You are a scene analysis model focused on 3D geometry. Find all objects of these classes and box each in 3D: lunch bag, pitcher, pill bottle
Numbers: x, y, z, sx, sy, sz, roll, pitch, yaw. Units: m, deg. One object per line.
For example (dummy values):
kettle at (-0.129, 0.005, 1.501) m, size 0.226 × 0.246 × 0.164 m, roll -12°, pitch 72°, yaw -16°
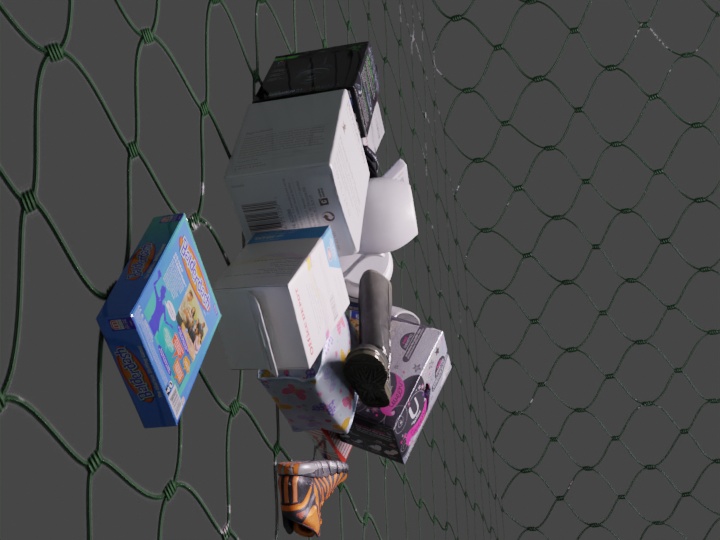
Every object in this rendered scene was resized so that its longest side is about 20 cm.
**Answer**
lunch bag at (-0.070, 0.126, 1.594) m, size 0.170 × 0.125 × 0.202 m, roll 63°, pitch 34°, yaw -50°
pitcher at (-0.004, -0.061, 1.692) m, size 0.122 × 0.197 × 0.174 m, roll -92°, pitch 170°, yaw -58°
pill bottle at (0.000, 0.000, 1.846) m, size 0.200 × 0.114 × 0.118 m, roll 104°, pitch -17°, yaw -77°

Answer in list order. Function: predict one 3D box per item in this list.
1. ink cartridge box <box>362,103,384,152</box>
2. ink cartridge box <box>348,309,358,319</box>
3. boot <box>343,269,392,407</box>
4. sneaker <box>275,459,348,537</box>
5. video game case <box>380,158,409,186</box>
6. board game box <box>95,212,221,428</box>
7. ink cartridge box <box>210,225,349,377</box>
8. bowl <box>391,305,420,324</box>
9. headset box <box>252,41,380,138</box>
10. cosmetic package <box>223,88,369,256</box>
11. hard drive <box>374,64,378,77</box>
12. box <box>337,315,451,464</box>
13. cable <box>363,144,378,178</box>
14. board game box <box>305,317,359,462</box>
ink cartridge box at (-0.017, -0.304, 2.081) m, size 0.201 × 0.082 × 0.147 m, roll -69°, pitch 150°, yaw -60°
ink cartridge box at (0.021, 0.109, 2.141) m, size 0.201 × 0.040 × 0.202 m, roll 64°, pitch 24°, yaw -54°
boot at (0.019, 0.088, 1.586) m, size 0.183 × 0.071 × 0.203 m, roll 82°, pitch 14°, yaw -59°
sneaker at (-0.078, 0.352, 1.590) m, size 0.199 × 0.076 × 0.114 m, roll 16°, pitch 72°, yaw -64°
video game case at (0.015, -0.108, 1.899) m, size 0.022 × 0.200 × 0.182 m, roll 43°, pitch -3°, yaw 9°
board game box at (-0.222, 0.053, 1.164) m, size 0.201 × 0.044 × 0.154 m, roll -75°, pitch 155°, yaw -55°
ink cartridge box at (-0.113, 0.043, 1.412) m, size 0.200 × 0.123 × 0.130 m, roll -56°, pitch 138°, yaw -57°
bowl at (0.029, 0.158, 1.965) m, size 0.202 × 0.074 × 0.200 m, roll -64°, pitch 159°, yaw -2°
headset box at (-0.066, -0.289, 1.685) m, size 0.201 × 0.171 × 0.094 m, roll -75°, pitch 155°, yaw -55°
cosmetic package at (-0.089, -0.140, 1.543) m, size 0.202 × 0.164 × 0.169 m, roll -82°, pitch 160°, yaw -48°
hard drive at (-0.038, -0.334, 1.928) m, size 0.201 × 0.133 × 0.043 m, roll -80°, pitch 178°, yaw -51°
box at (0.052, 0.191, 1.697) m, size 0.201 × 0.130 × 0.115 m, roll -60°, pitch 150°, yaw -29°
cable at (-0.025, -0.208, 1.901) m, size 0.164 × 0.050 × 0.200 m, roll 56°, pitch 27°, yaw -14°
board game box at (-0.027, 0.206, 1.751) m, size 0.202 × 0.046 × 0.152 m, roll -64°, pitch 152°, yaw -25°
